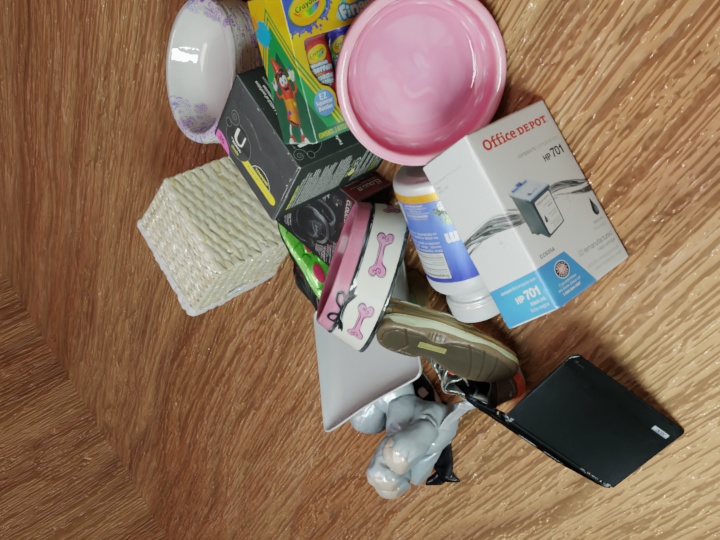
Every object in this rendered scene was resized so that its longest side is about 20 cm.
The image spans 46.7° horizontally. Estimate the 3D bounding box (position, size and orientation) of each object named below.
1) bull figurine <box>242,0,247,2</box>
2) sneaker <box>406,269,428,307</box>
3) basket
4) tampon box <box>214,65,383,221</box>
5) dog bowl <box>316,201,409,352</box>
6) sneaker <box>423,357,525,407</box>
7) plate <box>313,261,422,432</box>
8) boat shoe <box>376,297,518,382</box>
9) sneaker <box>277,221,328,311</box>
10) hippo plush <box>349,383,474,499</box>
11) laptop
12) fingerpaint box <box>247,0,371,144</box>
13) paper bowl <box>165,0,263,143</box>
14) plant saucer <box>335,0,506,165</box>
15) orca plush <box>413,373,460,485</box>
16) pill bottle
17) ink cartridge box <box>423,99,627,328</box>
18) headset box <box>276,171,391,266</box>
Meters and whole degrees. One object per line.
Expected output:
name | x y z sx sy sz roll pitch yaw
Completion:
bull figurine | -0.166 -0.436 1.194 0.201 0.064 0.122 49 145 19
sneaker | 0.038 0.092 1.257 0.067 0.089 0.202 45 142 24
basket | -0.241 -0.066 1.428 0.202 0.196 0.161 58 143 7
tampon box | -0.065 -0.190 1.107 0.151 0.198 0.127 54 145 11
dog bowl | 0.000 0.000 1.102 0.072 0.203 0.202 18 140 -6
sneaker | 0.133 0.130 1.165 0.198 0.081 0.079 23 130 43
plate | 0.012 0.105 1.192 0.199 0.032 0.203 -36 46 34
boat shoe | 0.117 0.081 1.087 0.196 0.077 0.072 22 133 -12
sneaker | -0.092 -0.013 1.372 0.083 0.076 0.204 -19 96 51
hippo plush | 0.048 0.210 1.205 0.161 0.158 0.202 45 115 25
laptop | 0.253 0.176 1.024 0.176 0.104 0.200 35 173 -13
fingerpaint box | -0.018 -0.263 0.995 0.073 0.198 0.171 9 120 49
paper bowl | -0.194 -0.288 1.205 0.199 0.103 0.206 12 105 50
plant saucer | 0.066 -0.224 0.946 0.051 0.196 0.205 -115 15 -62
orca plush | 0.094 0.262 1.315 0.104 0.070 0.204 21 128 44
pill bottle | 0.121 -0.042 1.028 0.111 0.112 0.203 9 130 49
ink cartridge box | 0.181 -0.064 0.913 0.085 0.145 0.203 -29 89 54
headset box | -0.040 -0.096 1.247 0.199 0.076 0.151 38 139 30
